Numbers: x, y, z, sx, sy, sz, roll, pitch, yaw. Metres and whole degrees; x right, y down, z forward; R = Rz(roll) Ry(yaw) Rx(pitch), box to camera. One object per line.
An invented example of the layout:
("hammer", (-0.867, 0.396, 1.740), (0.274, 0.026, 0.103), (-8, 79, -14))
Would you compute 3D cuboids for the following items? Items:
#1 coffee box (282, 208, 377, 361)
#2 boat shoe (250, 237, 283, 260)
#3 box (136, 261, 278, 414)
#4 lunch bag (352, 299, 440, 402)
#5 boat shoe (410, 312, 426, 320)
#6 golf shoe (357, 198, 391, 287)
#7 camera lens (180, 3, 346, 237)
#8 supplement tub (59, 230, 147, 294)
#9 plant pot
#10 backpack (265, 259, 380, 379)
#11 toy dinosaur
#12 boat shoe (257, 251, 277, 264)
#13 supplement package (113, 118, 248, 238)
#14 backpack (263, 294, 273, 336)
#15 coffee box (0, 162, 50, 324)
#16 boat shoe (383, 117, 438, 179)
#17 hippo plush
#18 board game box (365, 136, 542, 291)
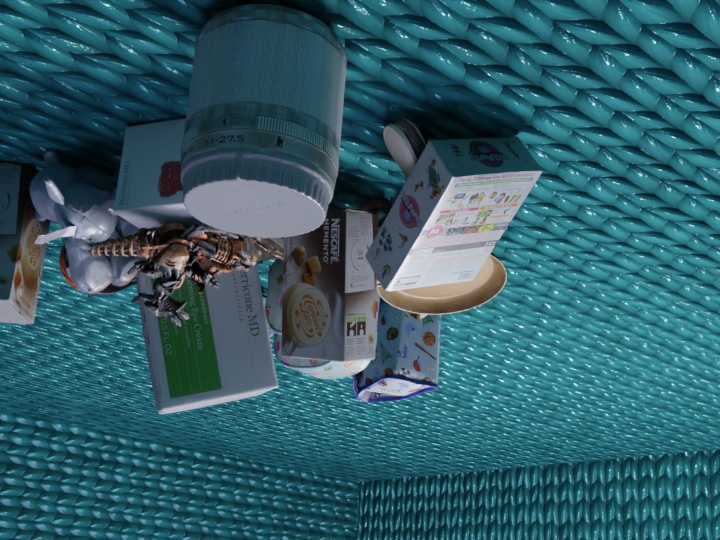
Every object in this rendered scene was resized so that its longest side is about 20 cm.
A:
("coffee box", (-0.042, 0.019, 1.386), (0.113, 0.203, 0.079), (2, -179, 36))
("boat shoe", (-0.139, -0.061, 1.450), (0.074, 0.075, 0.202), (-23, 140, 18))
("box", (-0.227, 0.096, 1.473), (0.169, 0.202, 0.200), (-9, 174, -15))
("lunch bag", (0.054, 0.150, 1.880), (0.123, 0.172, 0.200), (16, 158, -22))
("boat shoe", (0.107, 0.003, 1.642), (0.074, 0.075, 0.203), (-29, 156, -13))
("golf shoe", (0.000, 0.000, 1.457), (0.072, 0.092, 0.201), (7, 125, -24))
("camera lens", (-0.097, -0.153, 1.024), (0.158, 0.202, 0.160), (3, 161, 1))
("supplement tub", (-0.372, -0.033, 1.531), (0.122, 0.124, 0.199), (19, 155, -36))
("plant pot", (0.122, 0.007, 1.527), (0.197, 0.028, 0.201), (-1, 148, -1))
("backpack", (-0.061, 0.069, 1.612), (0.174, 0.203, 0.153), (-8, 166, 31))
("toy dinosaur", (-0.232, -0.020, 1.260), (0.198, 0.103, 0.136), (23, 134, -12))
("boat shoe", (-0.182, -0.033, 1.581), (0.197, 0.063, 0.072), (3, 161, 0))
("supplement package", (-0.190, -0.115, 1.269), (0.198, 0.123, 0.120), (-5, 159, 22))
("backpack", (-0.248, 0.091, 1.854), (0.198, 0.155, 0.163), (-15, 151, 19))
("coffee box", (-0.500, -0.038, 1.427), (0.079, 0.202, 0.115), (3, 161, 0))
("boat shoe", (0.085, -0.130, 1.263), (0.059, 0.072, 0.200), (-38, 143, -4))
("hippo plush", (-0.381, -0.067, 1.359), (0.199, 0.161, 0.160), (-3, -158, -46))
("board game box", (0.113, -0.068, 1.244), (0.146, 0.065, 0.201), (-7, 143, -35))
